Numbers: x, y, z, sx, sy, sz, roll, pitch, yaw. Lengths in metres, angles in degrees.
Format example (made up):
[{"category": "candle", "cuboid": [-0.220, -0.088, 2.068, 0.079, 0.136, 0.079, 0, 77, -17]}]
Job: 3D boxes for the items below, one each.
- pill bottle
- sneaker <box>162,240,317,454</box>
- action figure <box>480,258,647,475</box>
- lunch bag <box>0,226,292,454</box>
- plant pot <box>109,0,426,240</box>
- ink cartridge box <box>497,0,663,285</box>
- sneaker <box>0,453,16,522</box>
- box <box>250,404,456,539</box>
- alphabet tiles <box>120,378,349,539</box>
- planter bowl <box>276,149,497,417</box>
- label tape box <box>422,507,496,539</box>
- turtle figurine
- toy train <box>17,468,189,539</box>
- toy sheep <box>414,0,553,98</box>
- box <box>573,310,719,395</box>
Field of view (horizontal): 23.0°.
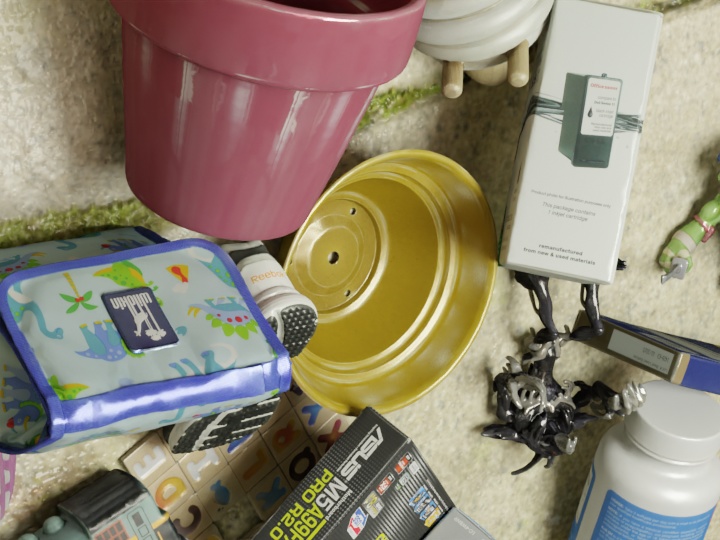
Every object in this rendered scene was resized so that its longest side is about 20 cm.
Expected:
[{"category": "pill bottle", "cuboid": [0.248, 0.198, 1.522, 0.112, 0.112, 0.201, -12, 130, -34]}, {"category": "sneaker", "cuboid": [-0.091, 0.055, 1.227, 0.074, 0.080, 0.200, -10, 148, -37]}, {"category": "action figure", "cuboid": [0.164, 0.087, 1.452, 0.118, 0.102, 0.201, -4, 109, -22]}, {"category": "lunch bag", "cuboid": [-0.164, 0.049, 1.120, 0.170, 0.200, 0.128, -11, 114, -33]}, {"category": "plant pot", "cuboid": [-0.073, -0.128, 1.144, 0.199, 0.200, 0.180, -8, 127, -36]}, {"category": "ink cartridge box", "cuboid": [0.161, -0.094, 1.330, 0.083, 0.147, 0.201, 11, 89, 2]}, {"category": "sneaker", "cuboid": [-0.305, 0.148, 1.132, 0.200, 0.088, 0.081, -26, 121, -54]}, {"category": "box", "cuboid": [-0.009, 0.203, 1.341, 0.160, 0.044, 0.200, -49, 155, -10]}, {"category": "alphabet tiles", "cuboid": [-0.088, 0.135, 1.337, 0.167, 0.008, 0.200, -40, 127, -19]}, {"category": "planter bowl", "cuboid": [0.000, 0.000, 1.305, 0.200, 0.083, 0.201, -14, 114, -33]}, {"category": "label tape box", "cuboid": [0.037, 0.304, 1.425, 0.200, 0.066, 0.143, -46, 154, -18]}, {"category": "turtle figurine", "cuboid": [0.342, 0.007, 1.539, 0.143, 0.200, 0.194, -24, 132, 11]}, {"category": "toy train", "cuboid": [-0.207, 0.228, 1.236, 0.200, 0.085, 0.114, -32, 111, -23]}, {"category": "toy sheep", "cuboid": [0.074, -0.210, 1.254, 0.138, 0.138, 0.200, -41, 139, -18]}, {"category": "box", "cuboid": [0.293, 0.081, 1.537, 0.200, 0.121, 0.033, 13, 98, -40]}]
